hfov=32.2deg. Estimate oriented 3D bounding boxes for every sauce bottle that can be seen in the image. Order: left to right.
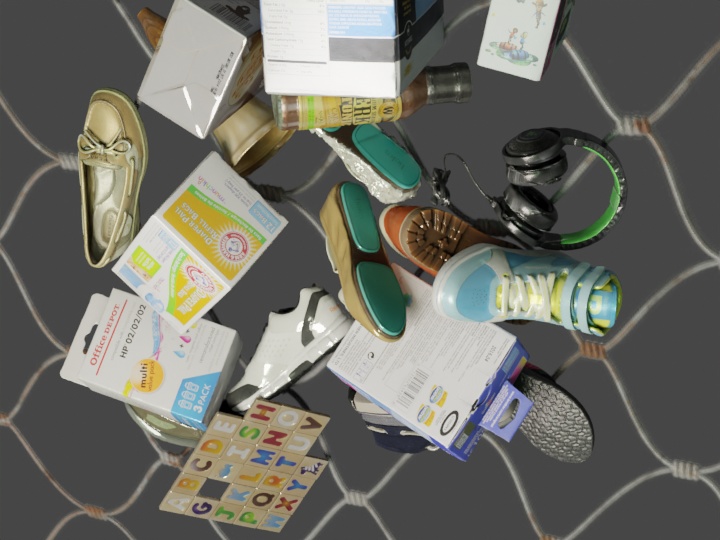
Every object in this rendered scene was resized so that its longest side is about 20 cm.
[{"bbox_3d":[0.012,-0.179,1.241,0.197,0.065,0.065,-8,115,-8],"label":"sauce bottle"}]

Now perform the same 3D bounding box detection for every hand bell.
[{"bbox_3d":[-0.166,-0.201,1.324,0.200,0.104,0.104,48,120,6],"label":"hand bell"}]

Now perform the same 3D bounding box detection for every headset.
[{"bbox_3d":[0.170,-0.080,1.256,0.197,0.094,0.125,8,117,1],"label":"headset"}]

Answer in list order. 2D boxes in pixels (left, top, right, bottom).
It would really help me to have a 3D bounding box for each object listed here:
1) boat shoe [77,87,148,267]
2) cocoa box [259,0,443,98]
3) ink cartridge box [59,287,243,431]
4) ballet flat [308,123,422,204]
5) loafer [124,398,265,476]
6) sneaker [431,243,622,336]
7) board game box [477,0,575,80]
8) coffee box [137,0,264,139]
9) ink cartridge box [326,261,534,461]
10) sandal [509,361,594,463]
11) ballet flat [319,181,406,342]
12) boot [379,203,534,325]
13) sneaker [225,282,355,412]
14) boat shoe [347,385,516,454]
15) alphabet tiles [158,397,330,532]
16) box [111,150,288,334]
[{"bbox_3d":[-0.285,-0.103,1.404,0.072,0.063,0.203,15,118,10],"label":"boat shoe"},{"bbox_3d":[-0.003,-0.252,1.166,0.132,0.200,0.133,4,114,15],"label":"cocoa box"},{"bbox_3d":[-0.250,0.098,1.455,0.198,0.068,0.116,18,75,8],"label":"ink cartridge box"},{"bbox_3d":[-0.019,-0.144,1.305,0.072,0.072,0.200,-38,97,28],"label":"ballet flat"},{"bbox_3d":[-0.187,0.175,1.507,0.198,0.075,0.070,24,116,-6],"label":"loafer"},{"bbox_3d":[0.176,0.022,1.228,0.130,0.198,0.081,22,114,51],"label":"sneaker"},{"bbox_3d":[0.169,-0.292,1.125,0.064,0.148,0.202,16,119,11],"label":"board game box"},{"bbox_3d":[-0.126,-0.224,1.218,0.079,0.200,0.115,31,119,2],"label":"coffee box"},{"bbox_3d":[0.083,0.104,1.311,0.199,0.076,0.137,31,85,28],"label":"ink cartridge box"},{"bbox_3d":[0.182,0.133,1.388,0.199,0.045,0.075,39,117,14],"label":"sandal"},{"bbox_3d":[0.000,0.000,1.316,0.068,0.202,0.063,13,140,-35],"label":"ballet flat"},{"bbox_3d":[0.109,-0.013,1.325,0.199,0.107,0.076,33,85,-25],"label":"boot"},{"bbox_3d":[-0.089,0.090,1.441,0.200,0.074,0.080,-41,84,24],"label":"sneaker"},{"bbox_3d":[0.089,0.161,1.401,0.198,0.075,0.093,4,137,31],"label":"boat shoe"},{"bbox_3d":[-0.124,0.232,1.482,0.166,0.008,0.201,17,122,-27],"label":"alphabet tiles"},{"bbox_3d":[-0.174,-0.025,1.333,0.112,0.102,0.200,43,153,-5],"label":"box"}]
